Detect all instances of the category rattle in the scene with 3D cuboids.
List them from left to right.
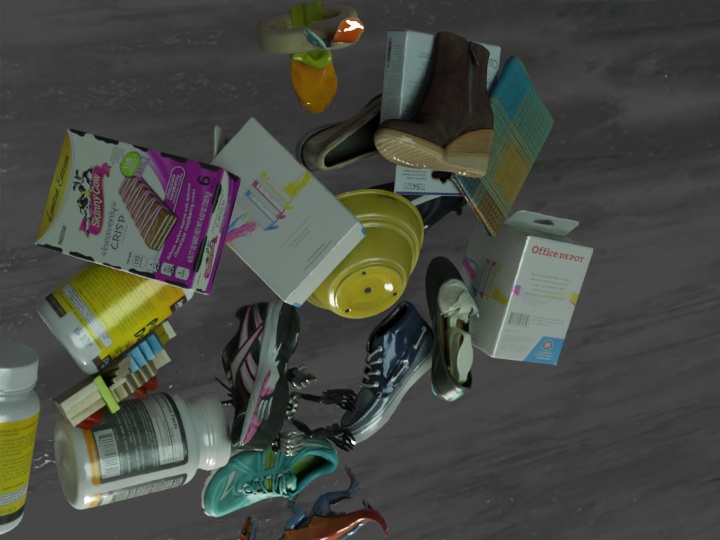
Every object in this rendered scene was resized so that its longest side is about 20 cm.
[{"bbox_3d":[-0.045,-0.235,1.420,0.128,0.199,0.145,-5,111,-30],"label":"rattle"}]

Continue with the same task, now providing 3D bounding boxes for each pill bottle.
[{"bbox_3d":[-0.427,0.187,1.392,0.113,0.114,0.203,4,106,-32],"label":"pill bottle"},{"bbox_3d":[-0.271,0.021,1.430,0.199,0.109,0.110,-39,124,-13],"label":"pill bottle"},{"bbox_3d":[-0.267,0.215,1.502,0.197,0.116,0.118,-9,113,-29],"label":"pill bottle"}]

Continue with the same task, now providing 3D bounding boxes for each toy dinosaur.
[{"bbox_3d":[-0.076,0.341,1.652,0.180,0.200,0.106,-30,94,-10],"label":"toy dinosaur"}]

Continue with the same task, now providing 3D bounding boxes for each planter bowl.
[{"bbox_3d":[0.000,0.000,1.559,0.197,0.084,0.202,-13,138,-11],"label":"planter bowl"}]

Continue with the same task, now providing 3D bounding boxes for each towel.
[{"bbox_3d":[0.191,-0.166,1.645,0.147,0.021,0.202,50,61,-44],"label":"towel"}]

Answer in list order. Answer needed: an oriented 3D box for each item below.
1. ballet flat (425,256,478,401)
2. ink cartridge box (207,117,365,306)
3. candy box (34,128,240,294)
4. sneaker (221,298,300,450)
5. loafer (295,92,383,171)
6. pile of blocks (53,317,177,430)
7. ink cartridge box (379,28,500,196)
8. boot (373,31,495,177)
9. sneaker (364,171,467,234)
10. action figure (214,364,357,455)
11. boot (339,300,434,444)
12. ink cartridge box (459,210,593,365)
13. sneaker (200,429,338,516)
[{"bbox_3d":[0.132,0.077,1.679,0.067,0.068,0.204,2,79,-30],"label":"ballet flat"},{"bbox_3d":[-0.108,-0.074,1.437,0.200,0.129,0.125,44,90,6],"label":"ink cartridge box"},{"bbox_3d":[-0.246,-0.066,1.352,0.061,0.197,0.139,27,77,-74],"label":"candy box"},{"bbox_3d":[-0.137,0.132,1.542,0.081,0.085,0.203,56,41,-52],"label":"sneaker"},{"bbox_3d":[0.014,-0.173,1.564,0.198,0.063,0.073,-27,119,-21],"label":"loafer"},{"bbox_3d":[-0.273,0.129,1.450,0.200,0.081,0.063,-41,105,-42],"label":"pile of blocks"},{"bbox_3d":[0.101,-0.199,1.579,0.195,0.043,0.204,-2,101,-48],"label":"ink cartridge box"},{"bbox_3d":[0.090,-0.211,1.506,0.198,0.072,0.170,9,78,-44],"label":"boot"},{"bbox_3d":[0.067,-0.076,1.629,0.198,0.072,0.084,-22,119,-24],"label":"sneaker"},{"bbox_3d":[-0.094,0.178,1.602,0.197,0.102,0.121,13,85,-30],"label":"action figure"},{"bbox_3d":[0.024,0.139,1.691,0.200,0.072,0.091,-48,119,-17],"label":"boot"},{"bbox_3d":[0.225,0.012,1.727,0.127,0.125,0.203,9,103,-34],"label":"ink cartridge box"},{"bbox_3d":[-0.121,0.273,1.637,0.198,0.079,0.079,-23,119,-22],"label":"sneaker"}]
